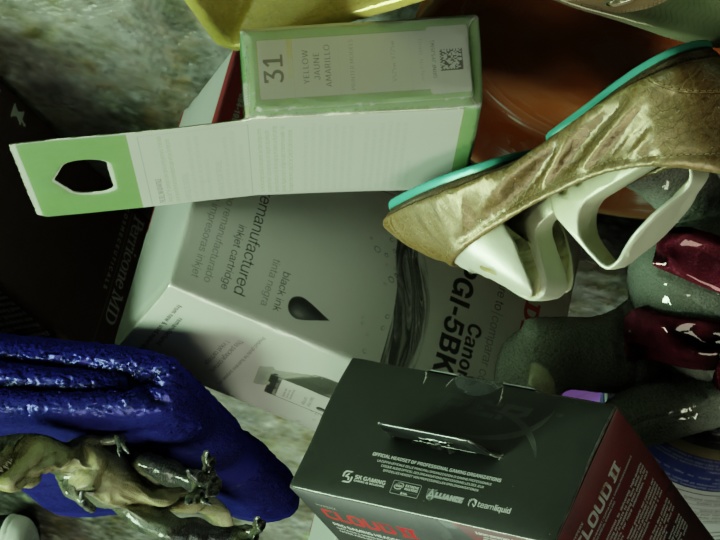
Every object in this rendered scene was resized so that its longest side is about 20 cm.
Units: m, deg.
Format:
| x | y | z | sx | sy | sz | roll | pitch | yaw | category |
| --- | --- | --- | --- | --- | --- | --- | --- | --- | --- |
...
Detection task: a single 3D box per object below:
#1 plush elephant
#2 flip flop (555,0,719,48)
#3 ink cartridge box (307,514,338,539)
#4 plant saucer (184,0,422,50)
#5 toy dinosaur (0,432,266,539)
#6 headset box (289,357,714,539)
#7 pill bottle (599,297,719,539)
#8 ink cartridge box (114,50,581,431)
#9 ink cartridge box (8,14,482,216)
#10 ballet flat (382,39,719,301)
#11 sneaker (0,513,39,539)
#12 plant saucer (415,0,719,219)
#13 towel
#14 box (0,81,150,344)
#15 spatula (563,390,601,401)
| x | y | z | sx | sy | sz | roll | pitch | yaw | category |
| --- | --- | --- | --- | --- | --- | --- | --- | --- | --- |
| 0.183 | 0.032 | 1.319 | 0.200 | 0.165 | 0.155 | 17 | -166 | -32 | plush elephant |
| 0.107 | -0.141 | 1.217 | 0.200 | 0.058 | 0.081 | 16 | 107 | 6 | flip flop |
| 0.075 | 0.163 | 1.658 | 0.200 | 0.145 | 0.084 | 20 | 149 | -9 | ink cartridge box |
| -0.028 | -0.195 | 1.183 | 0.200 | 0.048 | 0.200 | -12 | 126 | 39 | plant saucer |
| -0.092 | 0.109 | 1.389 | 0.088 | 0.048 | 0.200 | 10 | 168 | 37 | toy dinosaur |
| 0.073 | 0.120 | 1.344 | 0.148 | 0.075 | 0.200 | 9 | 152 | 36 | headset box |
| 0.177 | 0.084 | 1.522 | 0.112 | 0.112 | 0.200 | 12 | 149 | 4 | pill bottle |
| 0.000 | 0.000 | 1.424 | 0.200 | 0.147 | 0.083 | 22 | 149 | -14 | ink cartridge box |
| -0.049 | -0.066 | 1.286 | 0.199 | 0.048 | 0.146 | -3 | 169 | -2 | ink cartridge box |
| 0.090 | -0.030 | 1.270 | 0.200 | 0.072 | 0.068 | -27 | 168 | 38 | ballet flat |
| -0.275 | 0.213 | 1.946 | 0.112 | 0.073 | 0.200 | 12 | 150 | 0 | sneaker |
| 0.121 | -0.092 | 1.340 | 0.200 | 0.032 | 0.200 | 9 | 148 | 6 | plant saucer |
| -0.124 | 0.076 | 1.448 | 0.147 | 0.050 | 0.200 | 0 | 161 | 16 | towel |
| -0.201 | -0.033 | 1.498 | 0.075 | 0.100 | 0.200 | -10 | 142 | 34 | box |
| 0.061 | 0.029 | 1.565 | 0.056 | 0.021 | 0.200 | -25 | 131 | 29 | spatula |
